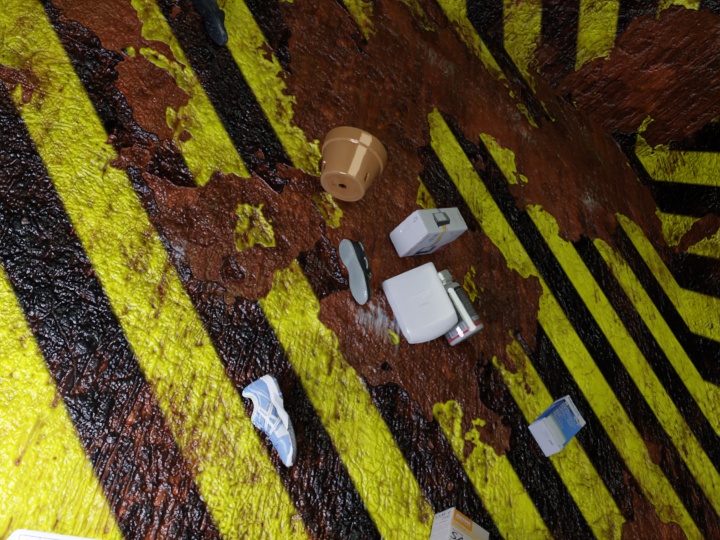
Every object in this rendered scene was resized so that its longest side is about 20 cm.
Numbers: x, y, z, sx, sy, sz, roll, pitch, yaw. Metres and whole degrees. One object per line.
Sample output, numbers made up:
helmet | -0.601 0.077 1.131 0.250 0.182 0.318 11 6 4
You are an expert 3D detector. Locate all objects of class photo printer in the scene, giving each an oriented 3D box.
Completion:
photo printer | 0.171 0.096 1.924 0.164 0.070 0.202 -20 73 -10

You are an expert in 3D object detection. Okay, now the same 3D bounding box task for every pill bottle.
pill bottle | 0.266 0.108 2.015 0.113 0.114 0.202 -16 72 -46

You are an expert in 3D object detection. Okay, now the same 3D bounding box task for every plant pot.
plant pot | -0.032 -0.299 2.003 0.198 0.199 0.142 30 61 -21

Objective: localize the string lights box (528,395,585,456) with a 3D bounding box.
string lights box | 0.604 0.472 2.094 0.199 0.059 0.104 -21 77 -47

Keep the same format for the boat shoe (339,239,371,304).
boat shoe | 0.000 0.000 1.886 0.060 0.076 0.203 1 61 -34

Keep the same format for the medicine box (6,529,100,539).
medicine box | -0.458 0.482 1.046 0.198 0.182 0.104 22 47 -28

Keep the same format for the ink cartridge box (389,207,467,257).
ink cartridge box | 0.209 -0.118 2.104 0.198 0.147 0.087 -10 67 -44

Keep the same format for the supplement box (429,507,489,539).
supplement box | 0.221 0.679 1.592 0.125 0.073 0.201 37 42 -15

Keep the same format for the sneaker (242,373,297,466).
sneaker | -0.194 0.331 1.489 0.076 0.076 0.202 -17 71 -23

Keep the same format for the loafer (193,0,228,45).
loafer | -0.435 -0.762 2.055 0.070 0.068 0.203 -13 66 -36
